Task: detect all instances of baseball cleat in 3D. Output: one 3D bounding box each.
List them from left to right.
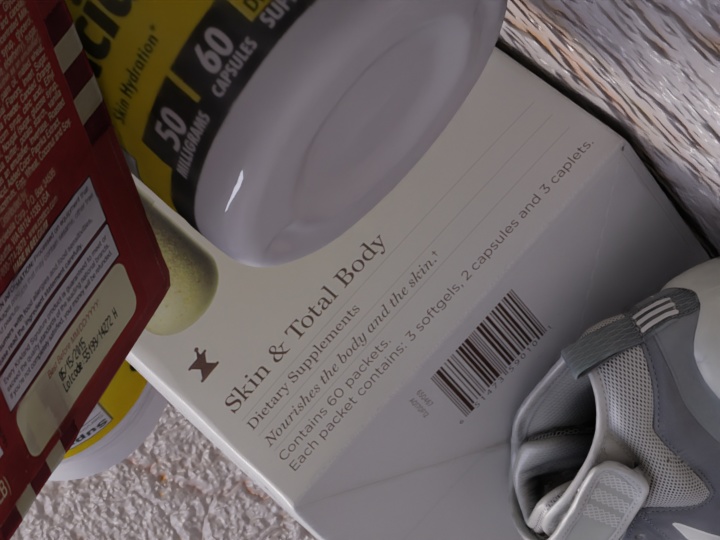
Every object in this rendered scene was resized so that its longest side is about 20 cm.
[{"bbox_3d":[0.102,0.074,0.888,0.070,0.106,0.200,-114,3,-46],"label":"baseball cleat"}]

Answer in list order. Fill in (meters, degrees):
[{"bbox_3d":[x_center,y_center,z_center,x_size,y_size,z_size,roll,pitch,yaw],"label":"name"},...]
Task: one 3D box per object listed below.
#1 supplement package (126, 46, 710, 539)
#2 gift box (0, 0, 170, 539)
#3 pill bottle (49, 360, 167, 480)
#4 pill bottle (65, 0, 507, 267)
[{"bbox_3d":[0.000,0.000,0.936,0.200,0.152,0.151,40,175,39],"label":"supplement package"},{"bbox_3d":[-0.179,0.005,0.705,0.186,0.185,0.201,5,128,27],"label":"gift box"},{"bbox_3d":[-0.142,0.013,1.096,0.114,0.114,0.200,41,173,19],"label":"pill bottle"},{"bbox_3d":[-0.065,-0.103,0.769,0.200,0.111,0.111,41,176,18],"label":"pill bottle"}]
